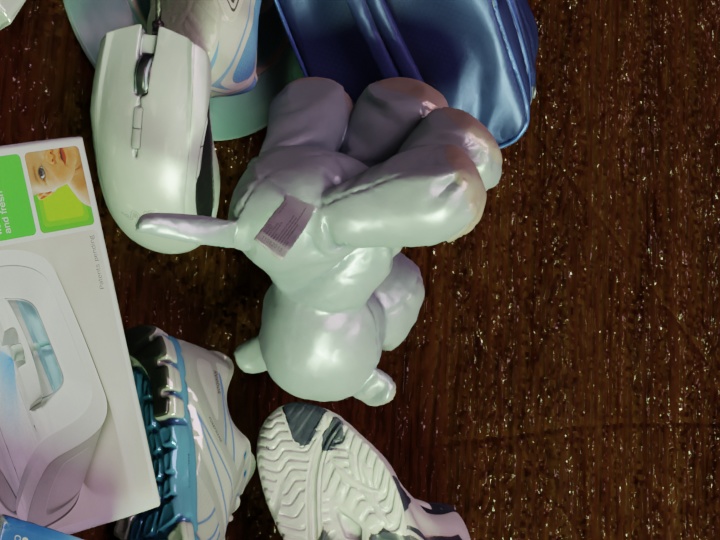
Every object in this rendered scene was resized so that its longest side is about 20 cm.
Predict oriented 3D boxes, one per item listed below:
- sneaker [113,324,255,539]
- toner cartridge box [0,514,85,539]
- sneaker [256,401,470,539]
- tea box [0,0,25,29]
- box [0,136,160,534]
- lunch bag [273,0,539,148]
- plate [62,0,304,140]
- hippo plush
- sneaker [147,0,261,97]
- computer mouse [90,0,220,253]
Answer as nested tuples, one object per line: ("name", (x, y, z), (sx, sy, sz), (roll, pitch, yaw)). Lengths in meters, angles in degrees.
("sneaker", (-0.093, 0.134, 1.016), (0.086, 0.075, 0.202), (11, 74, -46))
("toner cartridge box", (-0.158, 0.223, 0.827), (0.095, 0.043, 0.202), (26, 62, -39))
("sneaker", (0.012, 0.160, 1.094), (0.199, 0.130, 0.080), (43, 90, -1))
("tea box", (-0.225, -0.247, 0.931), (0.197, 0.133, 0.201), (47, 54, -24))
("box", (-0.216, 0.046, 0.907), (0.176, 0.096, 0.202), (-12, 90, -45))
("lunch bag", (0.027, -0.164, 1.095), (0.133, 0.135, 0.201), (-80, 149, -62))
("plate", (-0.097, -0.181, 1.106), (0.199, 0.025, 0.202), (11, 73, -39))
("hippo plush", (0.000, 0.000, 1.012), (0.200, 0.158, 0.162), (-52, 144, -48))
("sneaker", (-0.090, -0.198, 1.061), (0.072, 0.071, 0.202), (26, 61, -60))
("computer mouse", (-0.115, -0.096, 0.995), (0.044, 0.109, 0.202), (-54, 147, -62))
